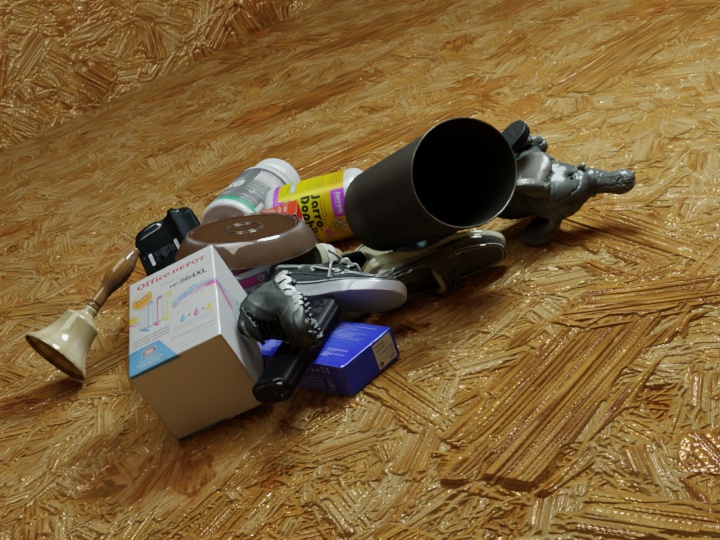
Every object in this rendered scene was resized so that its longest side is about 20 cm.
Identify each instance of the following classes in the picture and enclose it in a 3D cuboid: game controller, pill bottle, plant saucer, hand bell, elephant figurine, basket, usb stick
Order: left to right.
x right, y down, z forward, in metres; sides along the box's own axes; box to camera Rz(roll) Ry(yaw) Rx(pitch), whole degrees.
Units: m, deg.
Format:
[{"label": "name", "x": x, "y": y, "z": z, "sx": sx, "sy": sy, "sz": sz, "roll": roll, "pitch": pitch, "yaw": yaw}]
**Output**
[{"label": "hand bell", "x": -0.379, "y": 0.048, "z": 1.815, "sx": 0.103, "sy": 0.104, "sz": 0.201, "roll": 7, "pitch": 55, "yaw": 49}, {"label": "game controller", "x": -0.270, "y": -0.026, "z": 1.840, "sx": 0.104, "sy": 0.042, "sz": 0.200, "roll": -38, "pitch": 34, "yaw": 1}, {"label": "plant saucer", "x": -0.158, "y": -0.045, "z": 1.728, "sx": 0.197, "sy": 0.035, "sz": 0.200, "roll": -6, "pitch": 15, "yaw": 2}, {"label": "pill bottle", "x": -0.175, "y": -0.103, "z": 2.080, "sx": 0.112, "sy": 0.114, "sz": 0.200, "roll": -9, "pitch": 23, "yaw": 25}, {"label": "usb stick", "x": -0.075, "y": 0.094, "z": 1.518, "sx": 0.055, "sy": 0.033, "sz": 0.200, "roll": -17, "pitch": 22, "yaw": 27}, {"label": "pill bottle", "x": -0.043, "y": -0.099, "z": 1.968, "sx": 0.197, "sy": 0.105, "sz": 0.105, "roll": -13, "pitch": 22, "yaw": 16}, {"label": "basket", "x": 0.076, "y": -0.101, "z": 1.636, "sx": 0.179, "sy": 0.137, "sz": 0.199, "roll": -26, "pitch": 3, "yaw": -37}, {"label": "elephant figurine", "x": 0.248, "y": -0.109, "z": 1.712, "sx": 0.140, "sy": 0.157, "sz": 0.200, "roll": 19, "pitch": 14, "yaw": -26}]

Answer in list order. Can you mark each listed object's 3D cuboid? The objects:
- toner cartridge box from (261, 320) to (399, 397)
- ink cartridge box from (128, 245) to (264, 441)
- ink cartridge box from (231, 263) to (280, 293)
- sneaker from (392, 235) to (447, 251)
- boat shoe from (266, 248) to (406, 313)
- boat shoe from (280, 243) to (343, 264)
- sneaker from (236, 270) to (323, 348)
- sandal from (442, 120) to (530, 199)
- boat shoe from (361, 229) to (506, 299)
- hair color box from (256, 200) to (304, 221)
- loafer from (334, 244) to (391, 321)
[{"label": "toner cartridge box", "x": -0.054, "y": 0.103, "z": 1.578, "sx": 0.199, "sy": 0.044, "sz": 0.095, "roll": 5, "pitch": 32, "yaw": 47}, {"label": "ink cartridge box", "x": -0.205, "y": 0.080, "z": 1.561, "sx": 0.127, "sy": 0.126, "sz": 0.201, "roll": -25, "pitch": 38, "yaw": 8}, {"label": "ink cartridge box", "x": -0.206, "y": 0.021, "z": 1.715, "sx": 0.198, "sy": 0.037, "sz": 0.095, "roll": -23, "pitch": 21, "yaw": -7}, {"label": "sneaker", "x": 0.097, "y": -0.059, "z": 1.814, "sx": 0.094, "sy": 0.080, "sz": 0.201, "roll": -9, "pitch": 32, "yaw": 10}, {"label": "boat shoe", "x": -0.031, "y": 0.014, "z": 1.629, "sx": 0.197, "sy": 0.074, "sz": 0.069, "roll": -5, "pitch": 62, "yaw": 28}, {"label": "boat shoe", "x": -0.108, "y": 0.008, "z": 1.829, "sx": 0.198, "sy": 0.076, "sz": 0.068, "roll": -13, "pitch": -7, "yaw": 38}, {"label": "sneaker", "x": -0.100, "y": 0.060, "z": 1.493, "sx": 0.090, "sy": 0.067, "sz": 0.200, "roll": -26, "pitch": 19, "yaw": -4}, {"label": "sandal", "x": 0.149, "y": -0.132, "z": 1.715, "sx": 0.201, "sy": 0.045, "sz": 0.075, "roll": -51, "pitch": 24, "yaw": 9}, {"label": "boat shoe", "x": 0.101, "y": 0.003, "z": 1.664, "sx": 0.198, "sy": 0.072, "sz": 0.066, "roll": -13, "pitch": 46, "yaw": -1}, {"label": "hair color box", "x": -0.173, "y": -0.024, "z": 1.905, "sx": 0.198, "sy": 0.103, "sz": 0.061, "roll": -18, "pitch": 23, "yaw": 6}, {"label": "loafer", "x": 0.000, "y": 0.000, "z": 1.744, "sx": 0.075, "sy": 0.069, "sz": 0.200, "roll": -11, "pitch": 23, "yaw": 21}]
